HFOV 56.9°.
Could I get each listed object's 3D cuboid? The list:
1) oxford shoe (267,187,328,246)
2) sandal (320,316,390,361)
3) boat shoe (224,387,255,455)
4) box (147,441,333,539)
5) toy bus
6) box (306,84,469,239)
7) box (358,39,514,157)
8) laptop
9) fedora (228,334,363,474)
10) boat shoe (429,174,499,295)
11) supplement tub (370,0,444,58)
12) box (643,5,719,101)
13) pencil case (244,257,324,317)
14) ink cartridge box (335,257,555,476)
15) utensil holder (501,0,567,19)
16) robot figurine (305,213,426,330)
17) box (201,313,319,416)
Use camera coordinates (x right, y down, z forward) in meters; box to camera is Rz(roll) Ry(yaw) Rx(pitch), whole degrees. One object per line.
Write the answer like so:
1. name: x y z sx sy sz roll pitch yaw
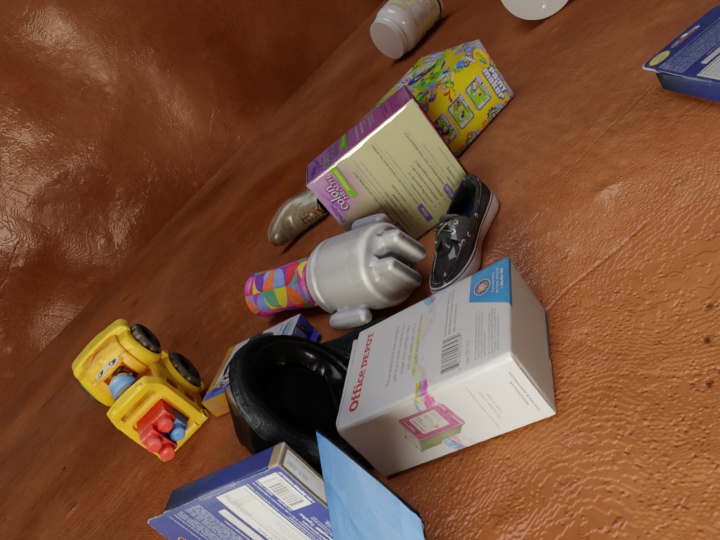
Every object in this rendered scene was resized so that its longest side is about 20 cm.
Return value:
1. oxford shoe: -0.113 -0.126 1.383 0.200 0.071 0.075 -47 29 -7
2. sandal: -0.031 0.125 0.861 0.198 0.048 0.076 -23 27 13
3. boat shoe: -0.133 0.192 0.891 0.071 0.073 0.199 -17 6 -21
4. box: -0.110 0.247 0.668 0.198 0.121 0.033 -30 26 27
5. toy bus: -0.336 0.201 1.029 0.136 0.200 0.192 -43 31 -1
6. box: 0.047 -0.141 1.013 0.199 0.176 0.097 -37 24 13
7. box: 0.133 -0.294 1.206 0.193 0.122 0.199 -47 23 -10
8. laptop: -0.028 0.264 0.515 0.200 0.116 0.187 -48 23 -14
9. fedora: -0.072 0.164 0.749 0.201 0.198 0.093 -98 30 -63
10. boat shoe: 0.127 -0.051 0.868 0.069 0.066 0.201 -15 35 47
11. supplement tub: 0.133 -0.727 1.919 0.201 0.145 0.144 -50 24 -18
12. box: 0.424 -0.247 0.750 0.121 0.032 0.201 -39 25 8
13. pencil case: -0.113 0.030 1.103 0.198 0.089 0.089 -10 39 49
14. ink cartridge box: 0.083 0.098 0.662 0.198 0.085 0.145 -28 27 28
15. utensil holder: 0.358 -0.628 1.368 0.169 0.170 0.202 -28 30 29
16. robot figurine: 0.000 0.000 0.925 0.198 0.112 0.172 -16 51 47
17. box: -0.150 0.142 1.018 0.199 0.041 0.120 -29 26 34
